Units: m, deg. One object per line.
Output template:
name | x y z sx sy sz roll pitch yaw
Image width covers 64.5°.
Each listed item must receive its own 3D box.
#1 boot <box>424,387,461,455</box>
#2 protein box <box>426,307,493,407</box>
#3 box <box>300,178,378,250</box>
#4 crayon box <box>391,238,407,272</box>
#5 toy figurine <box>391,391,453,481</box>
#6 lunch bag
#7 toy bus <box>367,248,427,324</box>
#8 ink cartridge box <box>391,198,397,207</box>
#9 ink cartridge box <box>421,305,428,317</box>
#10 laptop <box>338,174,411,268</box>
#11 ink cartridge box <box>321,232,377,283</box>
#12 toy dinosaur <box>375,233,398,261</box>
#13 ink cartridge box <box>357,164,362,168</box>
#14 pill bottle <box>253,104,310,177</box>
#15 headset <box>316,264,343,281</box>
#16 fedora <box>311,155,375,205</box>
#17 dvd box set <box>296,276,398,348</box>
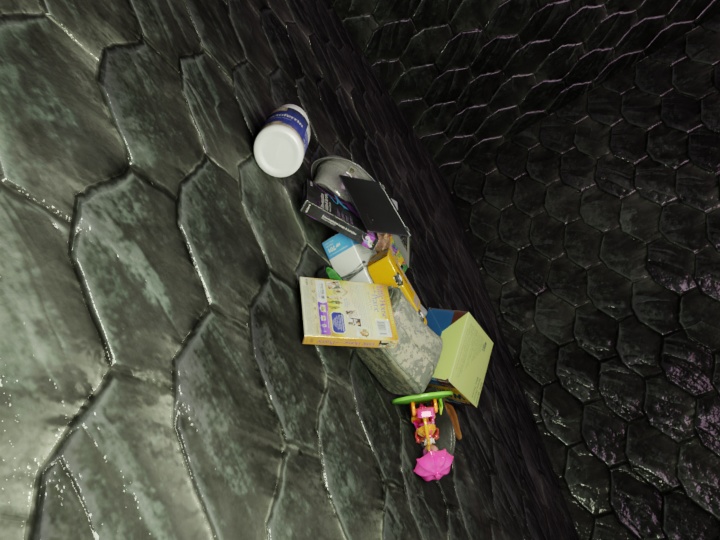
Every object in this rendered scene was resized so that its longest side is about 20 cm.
boot | 0.239 0.440 1.581 0.201 0.067 0.192 51 13 -52
protein box | 0.262 0.247 1.619 0.200 0.132 0.204 43 60 -44
box | -0.051 -0.135 1.355 0.196 0.037 0.144 26 23 -18
crayon box | 0.073 -0.076 1.670 0.200 0.051 0.128 44 33 -6
toy figurine | 0.156 0.392 1.338 0.201 0.144 0.191 85 -2 -74
lunch bag | 0.092 0.160 1.295 0.201 0.138 0.169 49 59 -20
toy bus | 0.091 0.055 1.385 0.203 0.064 0.079 59 18 -15
ink cartridge box | 0.037 -0.214 1.839 0.197 0.041 0.202 32 28 -17
ink cartridge box | 0.098 0.068 1.596 0.163 0.057 0.198 49 16 26
laptop | 0.038 -0.117 1.391 0.203 0.113 0.190 84 -17 -54
ink cartridge box | 0.000 0.000 1.434 0.205 0.084 0.146 66 19 3
toy dinosaur | 0.033 -0.068 1.551 0.086 0.194 0.140 142 -36 -73
ink cartridge box | -0.018 -0.249 1.678 0.116 0.067 0.199 44 20 7
pill bottle | -0.175 -0.308 1.319 0.117 0.113 0.202 53 20 -25
headset | -0.031 0.063 1.255 0.123 0.093 0.203 43 18 -45
fedora | -0.052 -0.200 1.481 0.199 0.175 0.092 39 55 -21
dvd box set | -0.028 0.084 1.146 0.193 0.030 0.150 5 48 -19
